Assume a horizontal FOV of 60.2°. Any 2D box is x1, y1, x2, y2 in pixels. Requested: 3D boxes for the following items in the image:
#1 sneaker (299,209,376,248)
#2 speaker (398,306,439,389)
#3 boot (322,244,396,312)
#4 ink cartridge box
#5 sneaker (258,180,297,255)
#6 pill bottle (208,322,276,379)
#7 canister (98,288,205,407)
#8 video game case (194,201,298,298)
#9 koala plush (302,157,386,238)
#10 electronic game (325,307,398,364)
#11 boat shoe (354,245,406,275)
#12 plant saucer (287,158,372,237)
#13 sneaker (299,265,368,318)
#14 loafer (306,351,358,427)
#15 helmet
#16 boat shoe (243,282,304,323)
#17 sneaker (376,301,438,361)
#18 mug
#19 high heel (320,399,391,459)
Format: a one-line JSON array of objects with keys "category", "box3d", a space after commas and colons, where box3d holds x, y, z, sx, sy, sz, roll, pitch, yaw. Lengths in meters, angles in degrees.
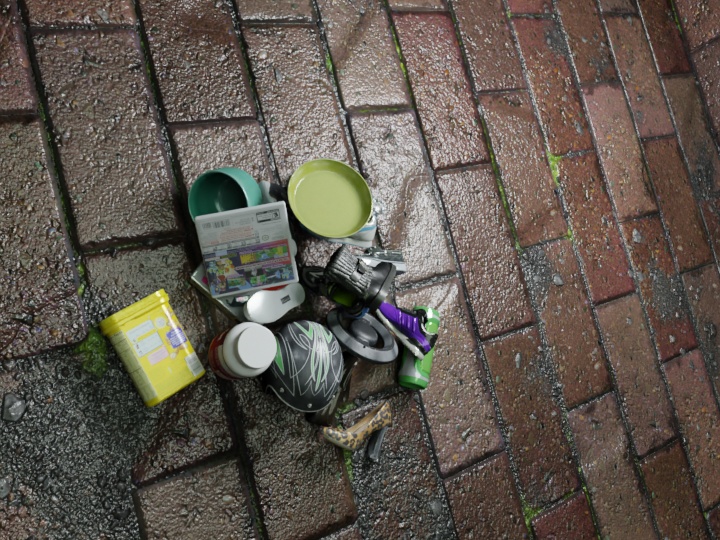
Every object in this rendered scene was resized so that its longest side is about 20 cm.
[{"category": "sneaker", "box3d": [-0.052, -0.109, 1.445, 0.197, 0.076, 0.082, 6, 108, -34]}, {"category": "speaker", "box3d": [0.153, 0.202, 1.620, 0.087, 0.088, 0.204, 22, 69, -22]}, {"category": "boot", "box3d": [0.001, -0.002, 1.486, 0.157, 0.080, 0.211, 35, 21, -3]}, {"category": "ink cartridge box", "box3d": [-0.272, 0.020, 1.451, 0.200, 0.043, 0.175, 43, 64, -14]}, {"category": "sneaker", "box3d": [-0.164, -0.125, 1.454, 0.112, 0.076, 0.203, -9, 65, -38]}, {"category": "pill bottle", "box3d": [-0.252, 0.173, 1.336, 0.111, 0.199, 0.116, 7, 75, -27]}, {"category": "canister", "box3d": [-0.434, 0.164, 1.305, 0.147, 0.086, 0.203, -30, 95, -30]}, {"category": "video game case", "box3d": [-0.247, -0.045, 1.361, 0.196, 0.023, 0.186, -11, 109, -7]}, {"category": "koala plush", "box3d": [-0.046, -0.167, 1.554, 0.196, 0.176, 0.188, 5, 88, -28]}, {"category": "electronic game", "box3d": [0.004, 0.156, 1.510, 0.197, 0.201, 0.042, 22, 114, -23]}, {"category": "boat shoe", "box3d": [0.033, -0.028, 1.622, 0.197, 0.072, 0.072, 6, 67, -38]}, {"category": "plant saucer", "box3d": [-0.070, -0.158, 1.399, 0.196, 0.031, 0.204, 8, 63, -15]}, {"category": "sneaker", "box3d": [-0.064, 0.041, 1.502, 0.198, 0.083, 0.071, 32, 79, 22]}, {"category": "loafer", "box3d": [-0.057, 0.286, 1.499, 0.071, 0.073, 0.202, 37, 73, -20]}, {"category": "helmet", "box3d": [-0.128, 0.215, 1.399, 0.196, 0.190, 0.205, 7, 75, -27]}, {"category": "boat shoe", "box3d": [-0.202, 0.079, 1.394, 0.199, 0.063, 0.072, -19, 88, -59]}, {"category": "sneaker", "box3d": [0.121, 0.127, 1.577, 0.099, 0.070, 0.200, -44, 66, -1]}, {"category": "mug", "box3d": [-0.294, -0.141, 1.415, 0.114, 0.149, 0.188, -48, 120, -70]}, {"category": "high heel", "box3d": [-0.009, 0.361, 1.497, 0.199, 0.071, 0.145, 30, 71, -38]}]
